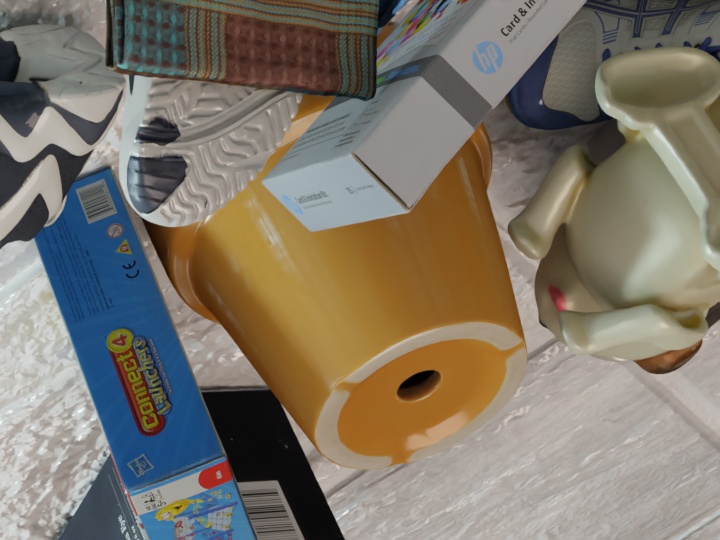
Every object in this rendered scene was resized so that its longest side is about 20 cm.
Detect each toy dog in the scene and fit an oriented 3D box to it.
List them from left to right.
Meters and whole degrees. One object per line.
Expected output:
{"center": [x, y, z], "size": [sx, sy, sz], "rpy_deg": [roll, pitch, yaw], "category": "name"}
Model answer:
{"center": [0.168, -0.027, 1.252], "size": [0.193, 0.140, 0.200], "rpy_deg": [-31, 166, -38], "category": "toy dog"}

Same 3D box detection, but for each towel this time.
{"center": [-0.047, -0.180, 0.978], "size": [0.146, 0.202, 0.022], "rpy_deg": [3, 175, -38], "category": "towel"}

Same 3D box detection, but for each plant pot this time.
{"center": [0.000, 0.000, 1.240], "size": [0.199, 0.184, 0.201], "rpy_deg": [-18, 146, -13], "category": "plant pot"}

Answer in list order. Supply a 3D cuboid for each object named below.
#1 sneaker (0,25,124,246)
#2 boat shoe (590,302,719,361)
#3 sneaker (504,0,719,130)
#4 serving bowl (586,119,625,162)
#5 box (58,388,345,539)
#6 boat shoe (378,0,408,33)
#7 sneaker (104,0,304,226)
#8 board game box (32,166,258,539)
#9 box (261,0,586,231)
{"center": [-0.220, -0.049, 1.102], "size": [0.198, 0.080, 0.130], "rpy_deg": [-13, 137, -38], "category": "sneaker"}
{"center": [0.219, -0.005, 1.382], "size": [0.199, 0.067, 0.057], "rpy_deg": [-20, 131, -19], "category": "boat shoe"}
{"center": [0.178, -0.124, 1.266], "size": [0.199, 0.088, 0.076], "rpy_deg": [-20, 118, -18], "category": "sneaker"}
{"center": [0.204, -0.060, 1.407], "size": [0.199, 0.066, 0.201], "rpy_deg": [-18, 145, -13], "category": "serving bowl"}
{"center": [-0.097, 0.209, 1.444], "size": [0.104, 0.201, 0.182], "rpy_deg": [1, 139, -37], "category": "box"}
{"center": [0.011, -0.177, 1.122], "size": [0.068, 0.085, 0.200], "rpy_deg": [-10, 161, -35], "category": "boat shoe"}
{"center": [-0.088, -0.112, 1.037], "size": [0.079, 0.201, 0.129], "rpy_deg": [17, 167, -34], "category": "sneaker"}
{"center": [-0.114, 0.080, 1.256], "size": [0.056, 0.201, 0.196], "rpy_deg": [-21, 146, -6], "category": "board game box"}
{"center": [0.048, -0.108, 1.068], "size": [0.200, 0.041, 0.156], "rpy_deg": [-48, -169, -13], "category": "box"}
